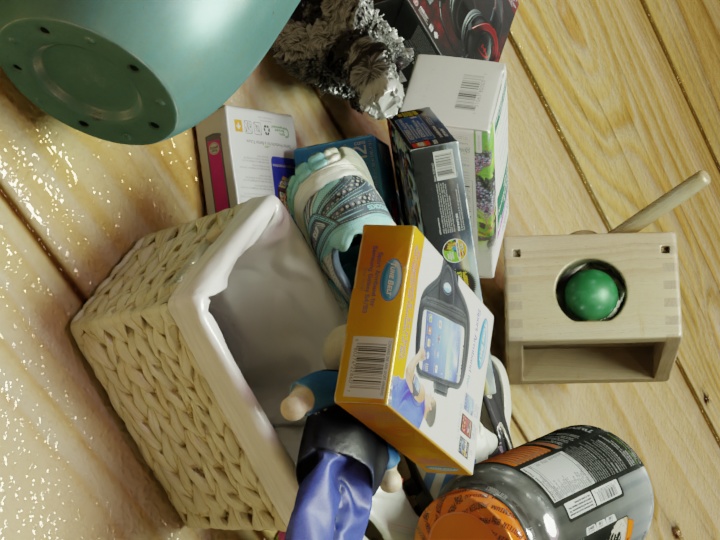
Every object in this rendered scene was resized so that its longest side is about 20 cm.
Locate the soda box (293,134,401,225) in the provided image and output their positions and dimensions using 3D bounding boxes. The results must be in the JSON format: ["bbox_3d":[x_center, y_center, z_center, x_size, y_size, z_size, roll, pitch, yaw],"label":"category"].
[{"bbox_3d":[0.000,0.000,1.310,0.064,0.068,0.200,18,63,-78],"label":"soda box"}]

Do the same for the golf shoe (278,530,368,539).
[{"bbox_3d":[0.016,0.231,1.205,0.200,0.091,0.075,54,41,-32],"label":"golf shoe"}]

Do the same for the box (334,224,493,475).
[{"bbox_3d":[0.044,0.060,1.117,0.200,0.041,0.119,42,54,-59],"label":"box"}]

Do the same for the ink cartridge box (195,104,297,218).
[{"bbox_3d":[-0.075,-0.024,1.283,0.095,0.037,0.200,1,77,-60],"label":"ink cartridge box"}]

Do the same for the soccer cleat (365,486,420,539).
[{"bbox_3d":[0.039,0.231,1.363,0.200,0.069,0.078,48,47,-30],"label":"soccer cleat"}]

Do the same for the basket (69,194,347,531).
[{"bbox_3d":[-0.088,0.070,1.146,0.200,0.123,0.136,63,35,-24],"label":"basket"}]

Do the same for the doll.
[{"bbox_3d":[-0.016,0.120,1.079,0.136,0.048,0.200,47,43,-43],"label":"doll"}]

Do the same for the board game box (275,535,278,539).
[{"bbox_3d":[-0.008,0.287,1.280,0.200,0.048,0.102,60,36,-27],"label":"board game box"}]

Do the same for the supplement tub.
[{"bbox_3d":[0.139,0.202,1.343,0.200,0.122,0.123,-14,92,-50],"label":"supplement tub"}]

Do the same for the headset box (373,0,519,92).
[{"bbox_3d":[0.070,-0.248,1.551,0.149,0.075,0.200,56,38,-32],"label":"headset box"}]

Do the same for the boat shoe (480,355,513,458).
[{"bbox_3d":[0.108,0.167,1.485,0.060,0.074,0.200,15,65,-56],"label":"boat shoe"}]

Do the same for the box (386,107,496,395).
[{"bbox_3d":[0.061,-0.016,1.297,0.137,0.040,0.200,-111,-169,-73],"label":"box"}]

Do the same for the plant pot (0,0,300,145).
[{"bbox_3d":[-0.145,-0.180,1.077,0.201,0.200,0.161,49,53,-40],"label":"plant pot"}]

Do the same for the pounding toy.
[{"bbox_3d":[0.225,0.012,1.550,0.200,0.184,0.142,74,15,-71],"label":"pounding toy"}]

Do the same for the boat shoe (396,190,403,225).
[{"bbox_3d":[0.027,-0.003,1.410,0.199,0.074,0.066,62,18,-17],"label":"boat shoe"}]

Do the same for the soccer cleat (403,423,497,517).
[{"bbox_3d":[0.064,0.131,1.401,0.200,0.086,0.070,68,-10,-27],"label":"soccer cleat"}]

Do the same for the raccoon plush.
[{"bbox_3d":[0.004,-0.149,1.367,0.134,0.097,0.200,43,23,-44],"label":"raccoon plush"}]

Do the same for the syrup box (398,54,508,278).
[{"bbox_3d":[0.083,-0.086,1.444,0.200,0.081,0.079,81,21,-52],"label":"syrup box"}]

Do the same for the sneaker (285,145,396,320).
[{"bbox_3d":[0.006,0.008,1.181,0.086,0.078,0.200,60,0,41],"label":"sneaker"}]
